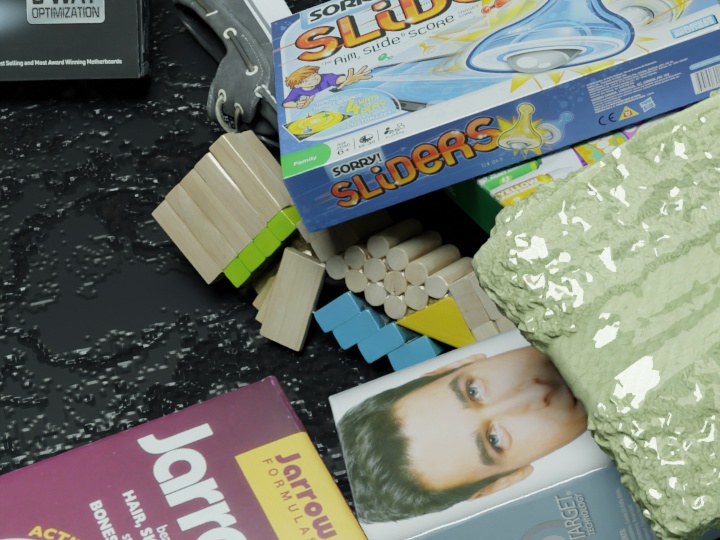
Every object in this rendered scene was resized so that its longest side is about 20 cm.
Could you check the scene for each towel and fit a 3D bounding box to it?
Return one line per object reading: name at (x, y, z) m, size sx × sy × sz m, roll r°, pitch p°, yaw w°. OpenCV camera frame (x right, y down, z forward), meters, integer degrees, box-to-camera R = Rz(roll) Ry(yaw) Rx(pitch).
towel at (0.158, -0.002, 0.601) m, size 0.200 × 0.036 × 0.148 m, roll -31°, pitch 73°, yaw -8°

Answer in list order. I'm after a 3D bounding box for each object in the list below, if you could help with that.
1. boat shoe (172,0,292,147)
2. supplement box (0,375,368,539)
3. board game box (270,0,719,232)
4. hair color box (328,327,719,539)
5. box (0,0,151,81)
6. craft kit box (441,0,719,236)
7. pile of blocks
boat shoe at (-0.053, -0.100, 0.872) m, size 0.066 × 0.070 × 0.200 m, roll -28°, pitch 53°, yaw -1°
supplement box at (-0.094, 0.146, 0.610) m, size 0.200 × 0.103 × 0.131 m, roll -20°, pitch 48°, yaw -17°
board game box at (0.059, -0.100, 0.743) m, size 0.200 × 0.034 × 0.135 m, roll -19°, pitch 38°, yaw 8°
hair color box at (0.095, 0.067, 0.664) m, size 0.200 × 0.061 × 0.099 m, roll -21°, pitch 35°, yaw 3°
box at (-0.217, -0.182, 0.894) m, size 0.200 × 0.158 × 0.050 m, roll 0°, pitch 8°, yaw 1°
craft kit box at (0.144, -0.068, 0.722) m, size 0.197 × 0.049 × 0.200 m, roll -29°, pitch 35°, yaw -9°
pile of blocks at (0.000, 0.000, 0.784) m, size 0.200 × 0.082 × 0.062 m, roll 27°, pitch 20°, yaw 16°
